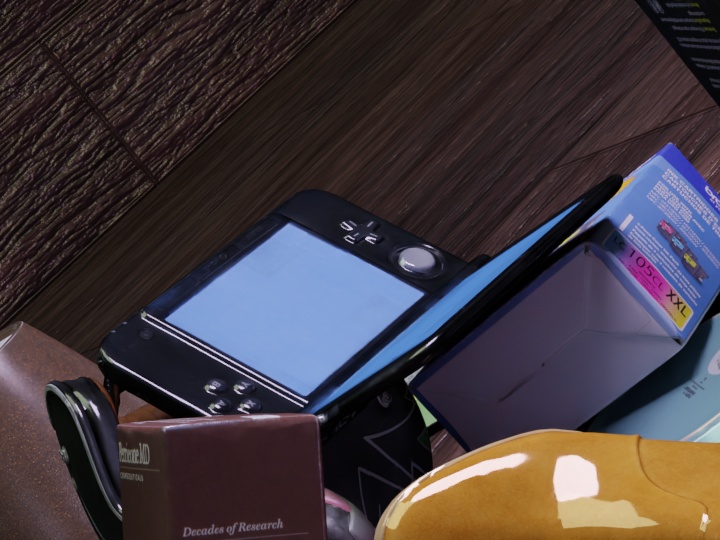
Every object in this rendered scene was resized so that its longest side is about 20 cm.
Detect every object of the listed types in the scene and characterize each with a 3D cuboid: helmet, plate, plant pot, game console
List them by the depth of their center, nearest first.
[{"bbox_3d":[0.164,0.062,1.216,0.200,0.026,0.200,-38,10,8],"label":"plate"},{"bbox_3d":[0.000,0.000,1.220,0.200,0.176,0.117,-38,-31,-47],"label":"game console"},{"bbox_3d":[-0.054,0.104,1.333,0.200,0.191,0.200,-32,-30,-21],"label":"helmet"},{"bbox_3d":[-0.186,0.136,1.602,0.187,0.200,0.187,-37,11,8],"label":"plant pot"}]

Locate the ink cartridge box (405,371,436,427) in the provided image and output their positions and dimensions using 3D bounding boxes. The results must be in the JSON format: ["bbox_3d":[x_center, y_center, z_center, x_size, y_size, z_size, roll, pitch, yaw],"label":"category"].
[{"bbox_3d":[0.026,0.067,1.595,0.200,0.048,0.146,-37,10,25],"label":"ink cartridge box"}]

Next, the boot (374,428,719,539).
[{"bbox_3d":[0.119,0.096,0.927,0.201,0.071,0.144,-6,3,-20],"label":"boot"}]

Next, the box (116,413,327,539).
[{"bbox_3d":[-0.056,0.162,1.076,0.075,0.200,0.100,-1,-3,-17],"label":"box"}]

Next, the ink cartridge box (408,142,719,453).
[{"bbox_3d":[0.124,0.015,1.336,0.136,0.076,0.200,-40,0,29],"label":"ink cartridge box"}]

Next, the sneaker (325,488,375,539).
[{"bbox_3d":[-0.072,0.167,1.197,0.200,0.079,0.095,-28,19,37],"label":"sneaker"}]

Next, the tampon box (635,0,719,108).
[{"bbox_3d":[0.248,-0.109,1.170,0.150,0.200,0.126,-41,11,-3],"label":"tampon box"}]
